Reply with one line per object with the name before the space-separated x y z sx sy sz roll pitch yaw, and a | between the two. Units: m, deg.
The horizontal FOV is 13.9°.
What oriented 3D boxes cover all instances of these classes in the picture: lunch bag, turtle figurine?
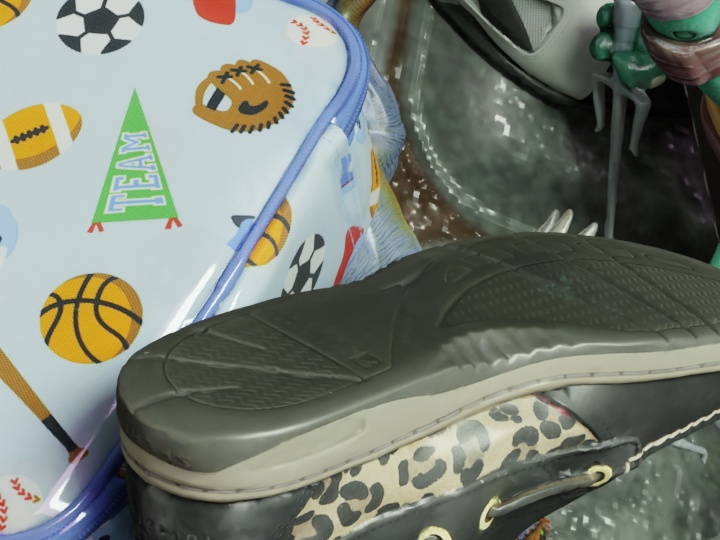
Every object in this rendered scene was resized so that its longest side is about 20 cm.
lunch bag | -0.098 -0.003 0.768 0.160 0.076 0.200 24 60 18
turtle figurine | 0.108 -0.045 0.859 0.150 0.100 0.200 -101 168 -50

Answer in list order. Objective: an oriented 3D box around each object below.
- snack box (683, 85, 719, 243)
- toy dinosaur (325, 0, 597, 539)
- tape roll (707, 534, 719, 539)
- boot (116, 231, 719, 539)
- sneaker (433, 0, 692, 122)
snack box | 0.135 -0.064 0.912 0.024 0.072 0.201 -31 112 -49
toy dinosaur | 0.000 0.000 0.875 0.105 0.199 0.182 -6 99 -66
tape roll | 0.120 0.174 0.817 0.202 0.139 0.203 11 66 -25
boot | 0.021 0.077 0.745 0.200 0.073 0.151 -14 120 -40
sneaker | 0.057 -0.118 0.925 0.200 0.088 0.074 31 58 -17
